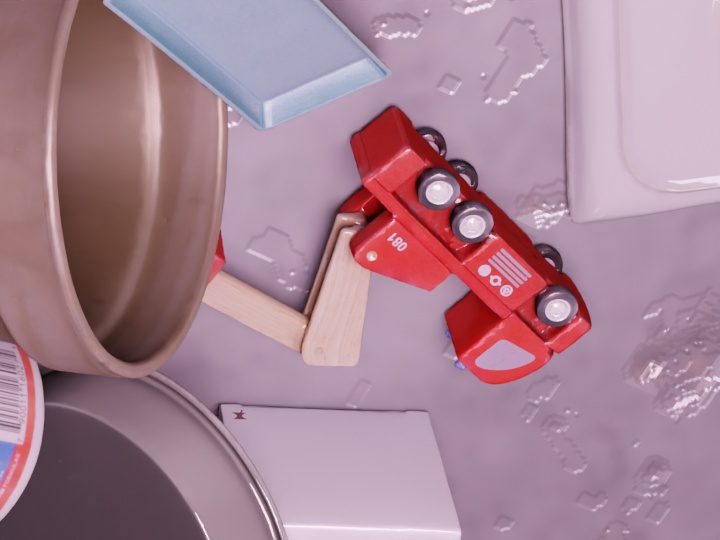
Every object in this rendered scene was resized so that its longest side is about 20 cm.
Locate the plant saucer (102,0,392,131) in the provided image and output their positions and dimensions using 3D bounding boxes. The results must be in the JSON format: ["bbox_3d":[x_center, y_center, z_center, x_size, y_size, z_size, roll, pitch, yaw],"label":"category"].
[{"bbox_3d":[-0.047,-0.106,1.292,0.070,0.019,0.200,-23,162,11],"label":"plant saucer"}]

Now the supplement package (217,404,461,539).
[{"bbox_3d":[-0.024,0.180,1.482,0.114,0.110,0.200,2,119,-10],"label":"supplement package"}]

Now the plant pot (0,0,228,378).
[{"bbox_3d":[-0.171,-0.056,1.288,0.173,0.200,0.200,2,122,17],"label":"plant pot"}]

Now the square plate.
[{"bbox_3d":[0.193,-0.116,1.392,0.198,0.028,0.200,-7,121,-4],"label":"square plate"}]

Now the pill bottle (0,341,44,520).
[{"bbox_3d":[-0.251,0.057,1.339,0.200,0.112,0.112,15,119,-44],"label":"pill bottle"}]

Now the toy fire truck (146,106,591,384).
[{"bbox_3d":[0.000,0.000,1.419,0.141,0.049,0.200,-39,118,14],"label":"toy fire truck"}]

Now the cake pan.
[{"bbox_3d":[-0.118,0.138,1.414,0.200,0.037,0.201,16,118,33],"label":"cake pan"}]
